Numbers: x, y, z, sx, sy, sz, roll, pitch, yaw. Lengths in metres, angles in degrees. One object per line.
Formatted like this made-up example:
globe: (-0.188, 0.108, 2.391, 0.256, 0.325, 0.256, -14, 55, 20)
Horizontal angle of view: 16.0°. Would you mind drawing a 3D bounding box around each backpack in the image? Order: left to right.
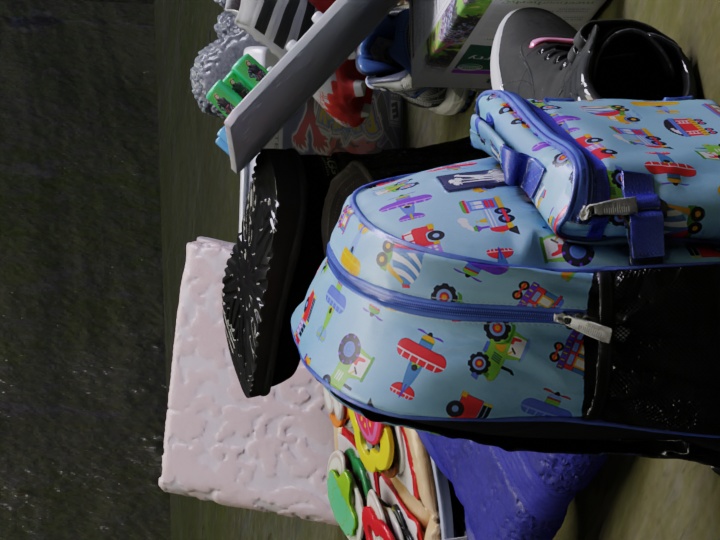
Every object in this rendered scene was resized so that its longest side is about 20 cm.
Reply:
backpack: (0.074, 0.000, 1.101, 0.183, 0.199, 0.135, -113, 26, -70)

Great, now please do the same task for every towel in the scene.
towel: (-0.037, 0.082, 1.788, 0.032, 0.199, 0.192, -36, -46, -71)
towel: (0.090, 0.057, 1.354, 0.148, 0.049, 0.200, 64, 149, 28)

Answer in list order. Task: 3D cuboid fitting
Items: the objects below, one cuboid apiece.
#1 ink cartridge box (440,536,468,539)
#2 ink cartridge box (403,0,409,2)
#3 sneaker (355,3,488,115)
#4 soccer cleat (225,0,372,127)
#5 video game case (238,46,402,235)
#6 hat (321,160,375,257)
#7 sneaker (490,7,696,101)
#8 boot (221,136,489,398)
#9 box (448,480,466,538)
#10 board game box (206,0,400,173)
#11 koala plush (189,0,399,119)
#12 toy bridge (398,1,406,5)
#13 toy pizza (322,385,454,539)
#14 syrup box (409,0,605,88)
ink cartridge box: (0.038, 0.262, 1.434, 0.145, 0.084, 0.200, 66, 147, 32)
ink cartridge box: (0.020, -0.288, 1.697, 0.161, 0.050, 0.201, 10, -103, -63)
sneaker: (0.037, -0.149, 1.698, 0.200, 0.085, 0.077, 152, 119, -80)
soccer cleat: (-0.043, -0.169, 1.715, 0.200, 0.085, 0.069, 61, -142, -51)
video game case: (-0.027, -0.065, 1.891, 0.200, 0.023, 0.183, 3, -91, -60)
hat: (0.056, 0.019, 1.530, 0.201, 0.081, 0.201, 55, 158, 35)
sneaker: (0.118, -0.096, 1.264, 0.200, 0.070, 0.099, -108, 23, -48)
boot: (0.001, 0.001, 1.665, 0.211, 0.157, 0.080, 108, 152, -45)
box: (0.062, 0.199, 1.586, 0.200, 0.050, 0.158, -120, 33, -71)
board game box: (-0.016, -0.151, 1.530, 0.200, 0.026, 0.200, -47, -3, -5)
koala plush: (-0.037, -0.219, 2.042, 0.200, 0.183, 0.178, -20, -79, -78)
toy bridge: (0.047, -0.276, 1.827, 0.067, 0.027, 0.200, -101, 15, -52)
toy pizza: (0.008, 0.115, 1.542, 0.200, 0.032, 0.201, 168, 90, -74)
syrup box: (0.083, -0.166, 1.440, 0.200, 0.078, 0.082, 125, 145, -73)
